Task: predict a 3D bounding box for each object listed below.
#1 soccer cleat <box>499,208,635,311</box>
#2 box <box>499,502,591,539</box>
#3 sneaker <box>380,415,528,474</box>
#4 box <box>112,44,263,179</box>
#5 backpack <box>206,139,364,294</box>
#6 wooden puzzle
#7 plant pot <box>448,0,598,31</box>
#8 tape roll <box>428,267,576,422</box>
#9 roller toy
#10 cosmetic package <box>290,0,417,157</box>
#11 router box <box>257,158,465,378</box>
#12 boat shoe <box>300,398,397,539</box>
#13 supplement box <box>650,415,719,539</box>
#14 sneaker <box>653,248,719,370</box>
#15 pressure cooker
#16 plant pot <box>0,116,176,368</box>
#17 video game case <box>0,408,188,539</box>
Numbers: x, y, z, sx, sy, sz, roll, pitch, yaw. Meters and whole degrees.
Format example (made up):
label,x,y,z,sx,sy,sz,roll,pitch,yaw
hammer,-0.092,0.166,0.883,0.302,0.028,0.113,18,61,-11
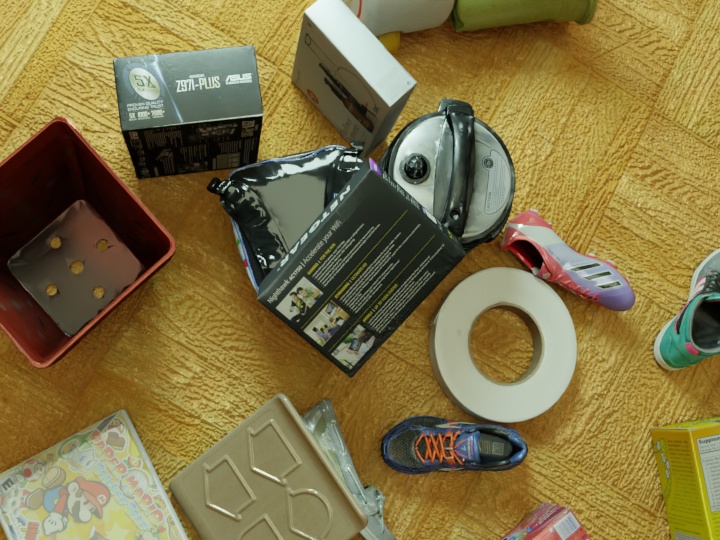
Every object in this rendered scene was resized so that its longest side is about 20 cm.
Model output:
label,x,y,z,sx,sy,sz,roll,pitch,yaw
soccer cleat,0.274,0.000,1.189,0.199,0.067,0.077,38,57,4
box,0.199,0.392,1.101,0.199,0.095,0.103,-36,87,-12
sneaker,0.122,0.220,1.127,0.195,0.078,0.077,-2,80,-9
box,-0.205,-0.187,1.080,0.160,0.200,0.088,-8,82,-10
backpack,-0.070,-0.039,1.103,0.196,0.154,0.195,-13,83,-1
wooden puzzle,-0.110,0.277,1.070,0.199,0.046,0.187,-39,80,13
plant pot,0.201,-0.411,1.202,0.180,0.200,0.205,-15,83,0
tape roll,0.187,0.098,1.179,0.198,0.037,0.208,1,81,-8
roller toy,0.036,-0.403,1.166,0.137,0.201,0.186,-12,70,-10
cosmetic package,-0.015,-0.239,1.119,0.051,0.200,0.151,-40,87,-14
router box,0.000,0.000,1.010,0.149,0.051,0.200,40,103,-15
boat shoe,-0.012,0.258,1.103,0.064,0.075,0.204,-33,80,-8
supplement box,0.465,0.296,1.153,0.106,0.110,0.205,-7,82,-10
sneaker,0.478,0.042,1.191,0.083,0.121,0.201,36,77,-1
pressure cooker,0.100,-0.099,1.115,0.177,0.200,0.177,-34,86,-13
plant pot,-0.345,-0.020,1.043,0.200,0.176,0.200,-43,89,-12
video game case,-0.317,0.296,1.050,0.180,0.023,0.202,-27,78,-19
